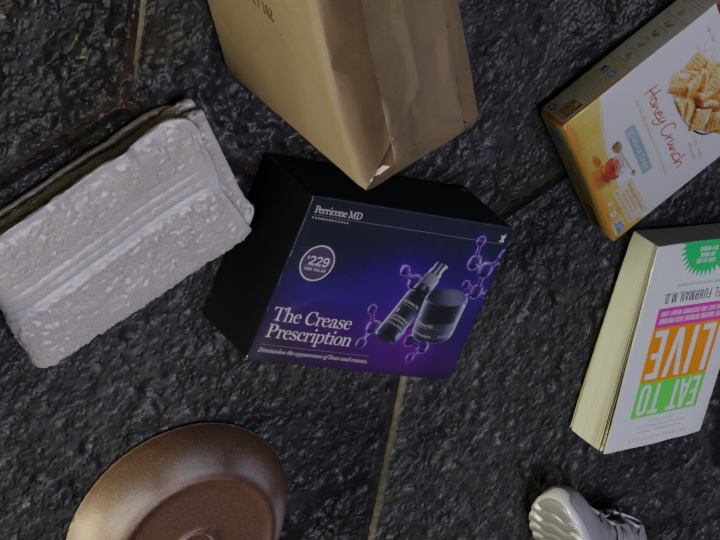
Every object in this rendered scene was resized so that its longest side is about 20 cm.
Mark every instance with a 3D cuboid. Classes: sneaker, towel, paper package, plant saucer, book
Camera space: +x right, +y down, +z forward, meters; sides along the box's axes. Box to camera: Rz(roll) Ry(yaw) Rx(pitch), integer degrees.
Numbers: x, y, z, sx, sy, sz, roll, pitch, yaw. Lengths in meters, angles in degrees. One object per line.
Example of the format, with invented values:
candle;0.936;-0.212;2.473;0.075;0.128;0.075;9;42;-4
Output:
sneaker;0.216;0.239;2.008;0.082;0.075;0.200;-53;142;-13
towel;-0.176;-0.025;1.576;0.200;0.034;0.133;-35;132;-10
paper package;-0.023;-0.184;1.464;0.103;0.200;0.191;-28;130;-18
plant saucer;-0.138;0.215;1.758;0.200;0.037;0.201;-18;128;-25
book;0.271;0.055;1.937;0.133;0.048;0.200;-6;120;-36

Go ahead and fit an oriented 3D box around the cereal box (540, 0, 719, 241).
cereal box;0.251;-0.136;1.796;0.200;0.040;0.144;-39;133;-8

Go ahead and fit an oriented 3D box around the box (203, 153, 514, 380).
box;0.000;0.000;1.687;0.200;0.079;0.141;7;111;-38
